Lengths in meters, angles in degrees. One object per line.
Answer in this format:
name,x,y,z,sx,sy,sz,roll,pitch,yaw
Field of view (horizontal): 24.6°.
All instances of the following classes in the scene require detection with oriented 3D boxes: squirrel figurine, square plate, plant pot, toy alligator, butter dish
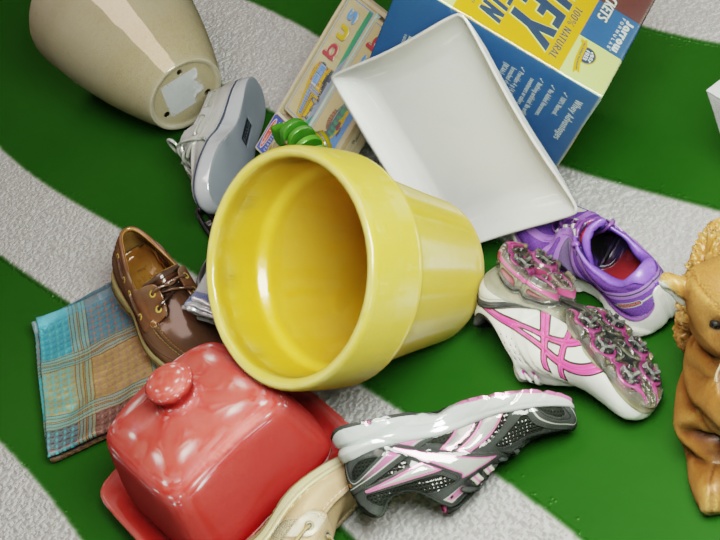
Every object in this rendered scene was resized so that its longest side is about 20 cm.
squirrel figurine,0.277,0.042,1.231,0.140,0.187,0.201,-21,41,11
square plate,0.084,-0.118,1.458,0.028,0.199,0.199,-39,13,-35
plant pot,0.000,0.000,1.411,0.199,0.188,0.203,-2,87,42
toy alligator,-0.036,-0.088,1.587,0.059,0.055,0.201,-21,55,-18
butter dish,-0.136,0.137,1.409,0.200,0.148,0.199,-42,43,-14
plant pot,-0.248,-0.252,1.863,0.187,0.188,0.200,-37,55,-8

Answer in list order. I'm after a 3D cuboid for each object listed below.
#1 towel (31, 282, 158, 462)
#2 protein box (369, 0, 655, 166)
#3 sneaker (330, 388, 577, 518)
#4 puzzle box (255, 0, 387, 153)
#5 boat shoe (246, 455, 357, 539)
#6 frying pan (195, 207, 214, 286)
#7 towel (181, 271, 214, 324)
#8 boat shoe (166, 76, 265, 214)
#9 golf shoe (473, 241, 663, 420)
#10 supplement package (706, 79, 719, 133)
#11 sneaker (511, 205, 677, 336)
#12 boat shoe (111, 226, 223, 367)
towel,-0.253,0.087,1.625,0.145,0.022,0.201,-26,41,6
protein box,0.127,-0.202,1.499,0.199,0.199,0.136,31,61,2
sneaker,0.080,0.150,1.337,0.198,0.080,0.087,-12,84,1
puzzle box,-0.024,-0.178,1.684,0.201,0.025,0.133,-59,39,12
boat shoe,-0.050,0.229,1.334,0.064,0.072,0.200,37,66,26
frying pan,-0.118,-0.023,1.654,0.114,0.031,0.191,-18,45,12
towel,-0.065,-0.014,1.575,0.145,0.024,0.201,18,54,14
boat shoe,-0.164,-0.130,1.751,0.085,0.075,0.203,-10,42,21
golf shoe,0.172,0.066,1.375,0.200,0.072,0.093,47,122,37
supplement package,0.424,-0.140,1.389,0.199,0.111,0.156,-36,41,-8
sneaker,0.201,-0.025,1.424,0.080,0.084,0.200,-40,41,-12
boat shoe,-0.188,0.032,1.587,0.071,0.068,0.200,-23,46,-22
